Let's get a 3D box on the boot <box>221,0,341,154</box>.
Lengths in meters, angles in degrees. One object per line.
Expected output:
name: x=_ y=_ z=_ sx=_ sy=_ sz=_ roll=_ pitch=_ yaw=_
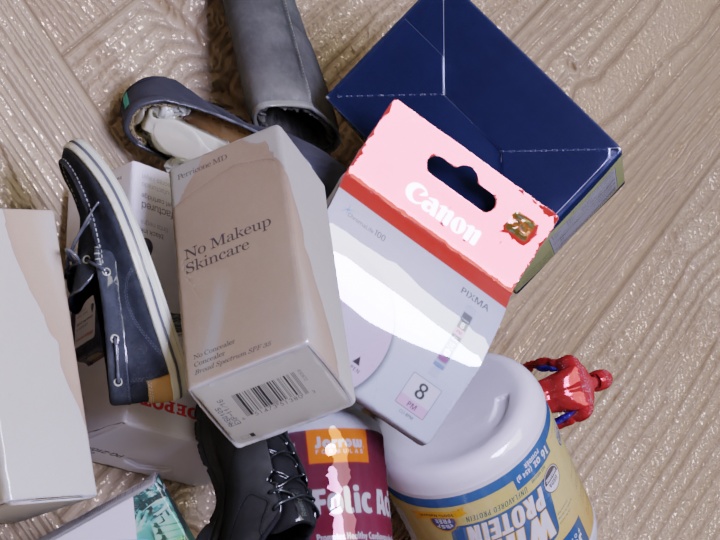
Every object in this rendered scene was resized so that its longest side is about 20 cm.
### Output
boot: x=-0.094 y=-0.201 z=1.782 sx=0.181 sy=0.072 sz=0.201 roll=23 pitch=51 yaw=-40

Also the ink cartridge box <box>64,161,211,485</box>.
ink cartridge box: x=-0.140 y=0.042 z=1.649 sx=0.144 sy=0.084 sz=0.202 roll=19 pitch=62 yaw=-41

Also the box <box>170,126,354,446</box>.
box: x=-0.069 y=0.009 z=1.540 sx=0.078 sy=0.094 sz=0.201 roll=54 pitch=19 yaw=-46

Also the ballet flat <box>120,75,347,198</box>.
ballet flat: x=-0.095 y=-0.083 z=1.709 sx=0.199 sy=0.073 sz=0.073 roll=27 pitch=51 yaw=-1

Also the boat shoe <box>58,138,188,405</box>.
boat shoe: x=-0.175 y=0.002 z=1.544 sx=0.062 sy=0.075 sz=0.201 roll=-18 pitch=74 yaw=-10

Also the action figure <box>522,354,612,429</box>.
action figure: x=0.120 y=0.117 z=1.921 sx=0.199 sy=0.099 sz=0.066 roll=-14 pitch=86 yaw=-26

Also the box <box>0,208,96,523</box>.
box: x=-0.247 y=0.066 z=1.521 sx=0.077 sy=0.095 sz=0.202 roll=1 pitch=76 yaw=-45

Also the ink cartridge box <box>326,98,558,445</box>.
ink cartridge box: x=0.035 y=0.001 z=1.650 sx=0.162 sy=0.057 sz=0.201 roll=35 pitch=90 yaw=-11

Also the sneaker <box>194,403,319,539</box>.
sneaker: x=-0.065 y=0.149 z=1.568 sx=0.076 sy=0.090 sz=0.202 roll=8 pitch=78 yaw=-42

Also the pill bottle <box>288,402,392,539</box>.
pill bottle: x=-0.034 y=0.170 z=1.688 sx=0.114 sy=0.114 sz=0.202 roll=9 pitch=69 yaw=-44

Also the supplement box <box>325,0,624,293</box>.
supplement box: x=0.098 y=-0.103 z=1.807 sx=0.200 sy=0.134 sz=0.200 roll=45 pitch=1 yaw=9

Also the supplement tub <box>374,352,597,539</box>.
supplement tub: x=0.104 y=0.181 z=1.782 sx=0.201 sy=0.144 sz=0.145 roll=64 pitch=38 yaw=-34

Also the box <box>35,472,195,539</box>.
box: x=-0.151 y=0.257 z=1.520 sx=0.201 sy=0.144 sz=0.036 roll=61 pitch=2 yaw=-10
